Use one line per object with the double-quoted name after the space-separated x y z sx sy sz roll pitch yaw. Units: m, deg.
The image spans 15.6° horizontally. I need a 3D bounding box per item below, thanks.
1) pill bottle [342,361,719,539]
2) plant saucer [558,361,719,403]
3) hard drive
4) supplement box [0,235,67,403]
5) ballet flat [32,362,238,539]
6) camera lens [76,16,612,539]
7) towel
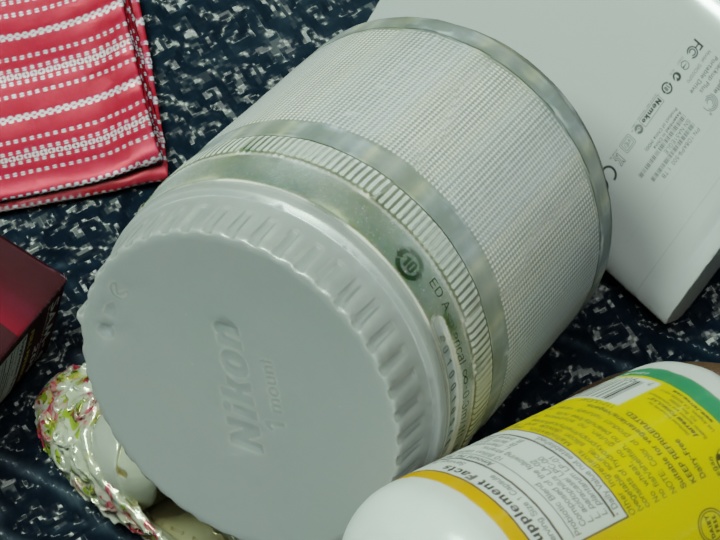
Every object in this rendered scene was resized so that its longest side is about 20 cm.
0.063 0.117 0.978 0.200 0.113 0.113 -21 64 -34 "pill bottle"
0.148 0.125 1.115 0.200 0.035 0.201 0 64 0 "plant saucer"
0.103 -0.091 1.175 0.200 0.132 0.027 44 29 18 "hard drive"
-0.222 0.054 1.099 0.109 0.061 0.200 32 51 5 "supplement box"
-0.060 0.096 1.112 0.200 0.064 0.076 38 71 17 "ballet flat"
0.000 0.000 1.075 0.160 0.160 0.200 30 40 13 "camera lens"
-0.175 -0.120 1.238 0.144 0.023 0.201 -11 65 -4 "towel"
